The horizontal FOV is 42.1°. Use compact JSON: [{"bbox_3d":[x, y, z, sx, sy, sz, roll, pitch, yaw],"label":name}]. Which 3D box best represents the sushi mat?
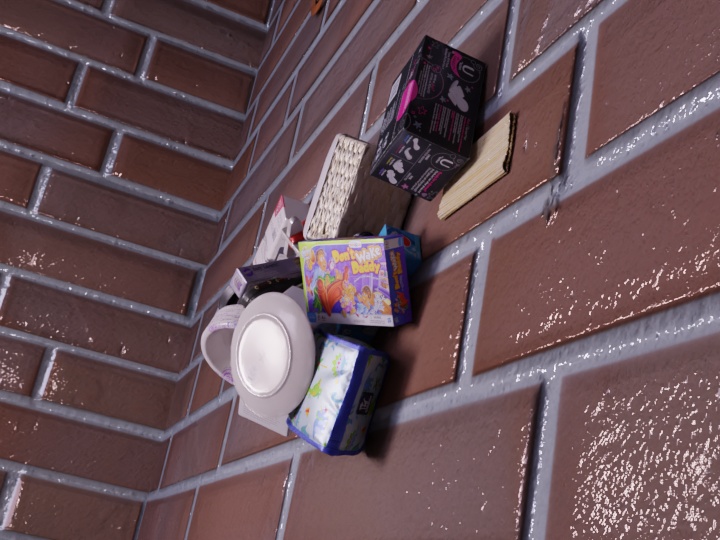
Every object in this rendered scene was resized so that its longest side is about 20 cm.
[{"bbox_3d":[0.167,-0.149,1.360,0.200,0.012,0.096,142,143,-62],"label":"sushi mat"}]

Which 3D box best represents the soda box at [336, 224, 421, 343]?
[{"bbox_3d":[0.027,0.025,1.537,0.068,0.064,0.201,-93,26,-49],"label":"soda box"}]

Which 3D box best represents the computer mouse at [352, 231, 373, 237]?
[{"bbox_3d":[0.000,0.000,1.585,0.200,0.058,0.034,93,177,-58],"label":"computer mouse"}]

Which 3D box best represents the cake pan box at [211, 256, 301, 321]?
[{"bbox_3d":[-0.221,0.058,2.084,0.052,0.199,0.185,51,133,27],"label":"cake pan box"}]

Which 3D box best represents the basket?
[{"bbox_3d":[0.005,-0.121,1.622,0.123,0.135,0.201,26,98,61],"label":"basket"}]

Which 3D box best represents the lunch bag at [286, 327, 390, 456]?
[{"bbox_3d":[-0.033,0.189,1.460,0.200,0.127,0.171,178,110,-82],"label":"lunch bag"}]

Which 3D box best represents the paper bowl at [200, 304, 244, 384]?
[{"bbox_3d":[-0.230,0.155,1.992,0.201,0.200,0.105,-55,5,43],"label":"paper bowl"}]

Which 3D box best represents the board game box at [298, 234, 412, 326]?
[{"bbox_3d":[-0.011,0.015,1.478,0.199,0.045,0.135,-1,98,46],"label":"board game box"}]

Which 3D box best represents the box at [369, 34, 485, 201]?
[{"bbox_3d":[0.106,-0.233,1.442,0.132,0.114,0.201,-49,22,54],"label":"box"}]

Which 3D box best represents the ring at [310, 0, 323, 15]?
[{"bbox_3d":[-0.114,-0.909,2.987,0.200,0.019,0.202,-163,90,-73],"label":"ring"}]

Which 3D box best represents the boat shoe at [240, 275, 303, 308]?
[{"bbox_3d":[-0.149,0.039,1.717,0.074,0.063,0.201,-55,-12,24],"label":"boat shoe"}]

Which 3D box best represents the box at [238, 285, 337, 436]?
[{"bbox_3d":[-0.123,0.156,1.629,0.152,0.106,0.201,-38,-37,-55],"label":"box"}]

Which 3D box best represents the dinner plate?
[{"bbox_3d":[-0.149,0.134,1.486,0.199,0.024,0.202,-5,82,43],"label":"dinner plate"}]

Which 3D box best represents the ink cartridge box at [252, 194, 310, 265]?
[{"bbox_3d":[-0.186,-0.057,2.253,0.145,0.084,0.201,-107,39,-62],"label":"ink cartridge box"}]

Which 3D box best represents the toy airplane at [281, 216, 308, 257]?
[{"bbox_3d":[-0.052,-0.079,1.761,0.200,0.141,0.200,-59,-15,3],"label":"toy airplane"}]
